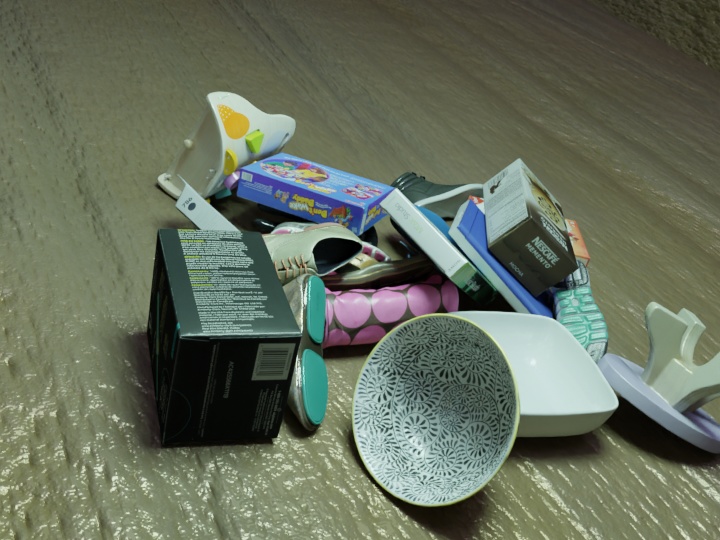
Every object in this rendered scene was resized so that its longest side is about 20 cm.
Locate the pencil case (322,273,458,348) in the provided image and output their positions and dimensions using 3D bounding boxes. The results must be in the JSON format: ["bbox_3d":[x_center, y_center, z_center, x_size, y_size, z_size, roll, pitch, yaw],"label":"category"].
[{"bbox_3d":[0.026,0.052,1.108,0.200,0.091,0.094,-4,31,-26],"label":"pencil case"}]

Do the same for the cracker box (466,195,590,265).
[{"bbox_3d":[0.275,-0.054,1.421,0.200,0.058,0.134,12,30,-5],"label":"cracker box"}]

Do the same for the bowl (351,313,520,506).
[{"bbox_3d":[0.098,0.155,0.916,0.201,0.201,0.094,42,10,36],"label":"bowl"}]

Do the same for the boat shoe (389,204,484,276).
[{"bbox_3d":[0.114,-0.028,1.301,0.084,0.069,0.200,-24,52,-30],"label":"boat shoe"}]

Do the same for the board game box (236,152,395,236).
[{"bbox_3d":[-0.065,-0.119,1.265,0.200,0.045,0.134,19,24,16],"label":"board game box"}]

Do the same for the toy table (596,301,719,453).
[{"bbox_3d":[0.416,0.132,1.071,0.200,0.117,0.184,26,19,-20],"label":"toy table"}]

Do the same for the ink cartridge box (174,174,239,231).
[{"bbox_3d":[-0.190,-0.051,1.169,0.200,0.039,0.099,41,-5,35],"label":"ink cartridge box"}]

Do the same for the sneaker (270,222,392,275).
[{"bbox_3d":[-0.041,-0.027,1.214,0.200,0.074,0.087,15,19,-15],"label":"sneaker"}]

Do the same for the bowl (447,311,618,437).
[{"bbox_3d":[0.196,0.137,1.059,0.200,0.075,0.200,3,34,-20],"label":"bowl"}]

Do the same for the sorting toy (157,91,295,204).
[{"bbox_3d":[-0.189,-0.183,1.315,0.180,0.200,0.107,-25,75,-47],"label":"sorting toy"}]

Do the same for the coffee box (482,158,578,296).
[{"bbox_3d":[0.250,-0.068,1.259,0.113,0.080,0.200,44,26,-20],"label":"coffee box"}]

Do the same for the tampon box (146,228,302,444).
[{"bbox_3d":[-0.160,0.068,0.931,0.126,0.150,0.200,2,34,-21],"label":"tampon box"}]

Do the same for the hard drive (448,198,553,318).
[{"bbox_3d":[0.212,-0.007,1.239,0.200,0.025,0.132,48,25,-7],"label":"hard drive"}]

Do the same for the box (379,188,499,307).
[{"bbox_3d":[0.112,-0.027,1.147,0.144,0.036,0.200,48,8,23],"label":"box"}]

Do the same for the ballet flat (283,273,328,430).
[{"bbox_3d":[-0.076,0.099,0.992,0.067,0.068,0.200,-16,52,24],"label":"ballet flat"}]

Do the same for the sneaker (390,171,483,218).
[{"bbox_3d":[0.133,-0.139,1.479,0.200,0.071,0.099,-16,47,-35],"label":"sneaker"}]

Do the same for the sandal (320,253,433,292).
[{"bbox_3d":[0.000,0.000,1.149,0.200,0.080,0.054,-12,71,-8],"label":"sandal"}]

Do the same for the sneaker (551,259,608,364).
[{"bbox_3d":[0.317,0.083,1.216,0.074,0.088,0.200,-5,53,13],"label":"sneaker"}]

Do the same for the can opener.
[{"bbox_3d":[-0.066,-0.063,1.283,0.200,0.079,0.063,7,76,-22],"label":"can opener"}]

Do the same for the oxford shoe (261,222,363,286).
[{"bbox_3d":[-0.091,-0.014,1.058,0.200,0.071,0.074,-23,18,-20],"label":"oxford shoe"}]
